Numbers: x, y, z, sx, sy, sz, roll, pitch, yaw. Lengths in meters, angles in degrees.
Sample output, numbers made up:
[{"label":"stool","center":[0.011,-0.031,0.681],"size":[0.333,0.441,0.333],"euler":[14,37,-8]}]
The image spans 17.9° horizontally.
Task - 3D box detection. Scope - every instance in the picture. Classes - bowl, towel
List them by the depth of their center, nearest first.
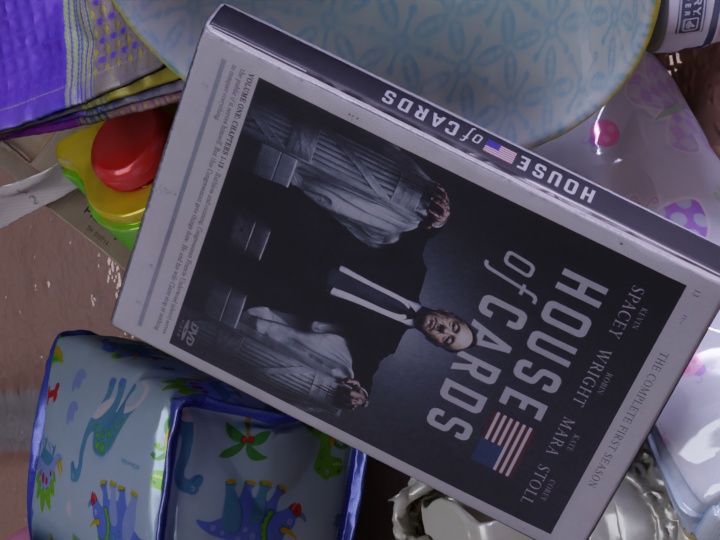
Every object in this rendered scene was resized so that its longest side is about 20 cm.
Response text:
[{"label":"bowl","center":[0.012,-0.143,0.787],"size":[0.200,0.199,0.108],"euler":[-43,23,47]},{"label":"towel","center":[-0.134,-0.128,0.926],"size":[0.199,0.023,0.145],"euler":[-9,91,46]}]

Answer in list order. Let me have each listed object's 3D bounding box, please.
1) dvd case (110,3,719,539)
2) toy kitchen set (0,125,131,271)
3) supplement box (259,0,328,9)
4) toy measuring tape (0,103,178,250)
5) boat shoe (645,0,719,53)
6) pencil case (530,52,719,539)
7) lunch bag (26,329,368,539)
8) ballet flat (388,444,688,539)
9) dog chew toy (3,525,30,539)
[{"label":"dvd case","center":[0.017,0.008,0.818],"size":[0.199,0.025,0.151],"euler":[27,131,4]},{"label":"toy kitchen set","center":[-0.083,-0.082,1.164],"size":[0.200,0.180,0.164],"euler":[39,90,3]},{"label":"supplement box","center":[-0.022,-0.129,0.962],"size":[0.110,0.108,0.200],"euler":[-62,27,2]},{"label":"toy measuring tape","center":[-0.120,-0.026,1.030],"size":[0.199,0.073,0.074],"euler":[-24,75,20]},{"label":"boat shoe","center":[0.129,-0.129,0.858],"size":[0.202,0.085,0.075],"euler":[-119,26,-72]},{"label":"pencil case","center":[0.120,0.009,0.876],"size":[0.201,0.090,0.083],"euler":[61,138,24]},{"label":"lunch bag","center":[-0.093,0.142,1.096],"size":[0.170,0.127,0.202],"euler":[21,105,62]},{"label":"ballet flat","center":[0.084,0.110,0.963],"size":[0.199,0.071,0.072],"euler":[-4,93,53]},{"label":"dog chew toy","center":[-0.134,0.232,1.236],"size":[0.125,0.124,0.201],"euler":[-45,69,47]}]
